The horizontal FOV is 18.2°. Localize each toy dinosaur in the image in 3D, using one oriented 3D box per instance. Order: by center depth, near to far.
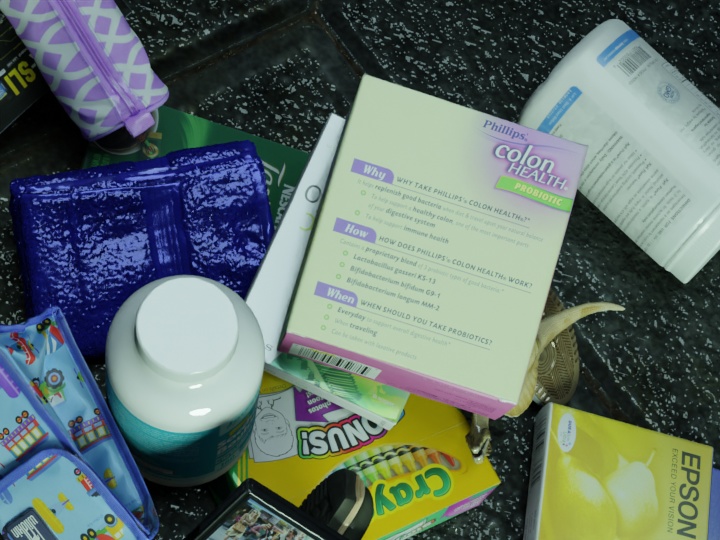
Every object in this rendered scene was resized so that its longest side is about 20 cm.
[{"bbox_3d":[0.119,0.060,1.748,0.200,0.058,0.101,-47,124,-31],"label":"toy dinosaur"}]

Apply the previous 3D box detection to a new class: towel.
[{"bbox_3d":[-0.162,-0.015,1.719,0.199,0.050,0.149,-10,86,-11],"label":"towel"}]

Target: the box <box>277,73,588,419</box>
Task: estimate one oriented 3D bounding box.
[{"bbox_3d":[0.051,-0.015,1.647,0.175,0.097,0.201,17,79,-3],"label":"box"}]

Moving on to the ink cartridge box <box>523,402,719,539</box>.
[{"bbox_3d":[0.225,0.221,1.765,0.199,0.047,0.199,14,58,-9],"label":"ink cartridge box"}]

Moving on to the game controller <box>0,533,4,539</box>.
[{"bbox_3d":[-0.310,0.152,1.559,0.042,0.104,0.201,-31,97,-44],"label":"game controller"}]

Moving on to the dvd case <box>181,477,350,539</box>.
[{"bbox_3d":[-0.083,0.238,1.547,0.142,0.200,0.018,35,29,-21],"label":"dvd case"}]

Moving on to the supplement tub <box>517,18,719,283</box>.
[{"bbox_3d":[0.242,-0.102,1.893,0.200,0.132,0.132,44,58,7],"label":"supplement tub"}]

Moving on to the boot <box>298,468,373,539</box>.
[{"bbox_3d":[0.000,0.241,1.601,0.138,0.201,0.078,24,33,-10],"label":"boot"}]

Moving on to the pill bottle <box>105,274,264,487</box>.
[{"bbox_3d":[-0.124,0.073,1.573,0.110,0.200,0.112,2,68,-5],"label":"pill bottle"}]

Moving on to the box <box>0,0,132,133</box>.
[{"bbox_3d":[-0.298,-0.203,1.758,0.200,0.049,0.160,-47,117,-24],"label":"box"}]

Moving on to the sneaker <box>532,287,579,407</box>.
[{"bbox_3d":[0.093,0.028,1.820,0.071,0.112,0.201,-45,113,-34],"label":"sneaker"}]

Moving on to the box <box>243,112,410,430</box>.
[{"bbox_3d":[0.000,0.000,1.704,0.144,0.036,0.201,24,79,-2],"label":"box"}]

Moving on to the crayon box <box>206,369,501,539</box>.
[{"bbox_3d":[-0.020,0.133,1.720,0.199,0.058,0.173,-21,71,-27],"label":"crayon box"}]

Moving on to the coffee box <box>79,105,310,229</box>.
[{"bbox_3d":[-0.126,-0.061,1.797,0.199,0.044,0.124,19,58,-8],"label":"coffee box"}]

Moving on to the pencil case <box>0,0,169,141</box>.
[{"bbox_3d":[-0.224,-0.195,1.721,0.084,0.085,0.201,-38,107,-18],"label":"pencil case"}]

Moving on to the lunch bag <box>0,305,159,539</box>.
[{"bbox_3d":[-0.231,0.154,1.581,0.201,0.150,0.094,55,28,8],"label":"lunch bag"}]
